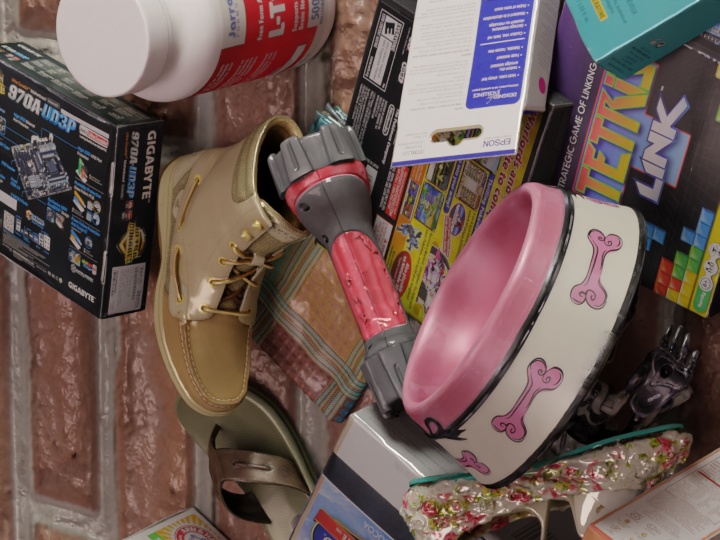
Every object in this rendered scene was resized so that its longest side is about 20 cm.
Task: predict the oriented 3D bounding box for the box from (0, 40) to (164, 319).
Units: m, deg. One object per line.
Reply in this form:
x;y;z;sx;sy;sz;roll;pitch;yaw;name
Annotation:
-0.234;-0.073;1.943;0.200;0.046;0.160;29;120;43;box

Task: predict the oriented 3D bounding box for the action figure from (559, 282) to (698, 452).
0.166;0.065;1.673;0.119;0.102;0.200;38;161;-1;action figure

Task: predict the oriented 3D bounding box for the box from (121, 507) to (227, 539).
-0.115;0.299;1.950;0.200;0.101;0.113;40;123;22;box

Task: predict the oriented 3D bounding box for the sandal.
-0.074;0.164;1.909;0.201;0.057;0.080;52;127;13;sandal

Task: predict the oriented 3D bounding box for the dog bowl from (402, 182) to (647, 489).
0.098;0.033;1.577;0.074;0.201;0.200;28;125;-10;dog bowl

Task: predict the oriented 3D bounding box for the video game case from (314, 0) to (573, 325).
0.053;-0.064;1.717;0.181;0.025;0.201;38;123;38;video game case

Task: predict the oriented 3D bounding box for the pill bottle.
-0.116;-0.181;1.750;0.112;0.200;0.113;12;110;34;pill bottle

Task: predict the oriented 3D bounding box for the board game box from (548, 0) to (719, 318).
0.197;-0.095;1.631;0.165;0.057;0.201;27;118;28;board game box

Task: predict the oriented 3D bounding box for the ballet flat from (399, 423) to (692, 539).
0.125;0.152;1.630;0.199;0.076;0.064;-14;74;13;ballet flat

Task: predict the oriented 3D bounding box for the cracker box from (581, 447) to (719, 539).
0.194;0.200;1.624;0.058;0.200;0.134;37;122;24;cracker box

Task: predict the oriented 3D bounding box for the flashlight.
0.000;0.000;1.719;0.068;0.067;0.201;-40;66;49;flashlight

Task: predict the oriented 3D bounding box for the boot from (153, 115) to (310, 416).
-0.084;-0.002;1.818;0.155;0.072;0.201;-20;69;54;boot

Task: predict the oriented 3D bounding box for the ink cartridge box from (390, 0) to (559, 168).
0.080;-0.155;1.639;0.094;0.037;0.201;-5;61;31;ink cartridge box

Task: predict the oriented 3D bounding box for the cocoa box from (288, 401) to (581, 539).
0.074;0.191;1.755;0.200;0.133;0.132;39;122;21;cocoa box

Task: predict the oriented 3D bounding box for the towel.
-0.021;-0.002;1.844;0.147;0.022;0.200;45;125;20;towel

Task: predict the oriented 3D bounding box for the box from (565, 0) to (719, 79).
0.220;-0.205;1.538;0.199;0.049;0.083;-31;69;20;box
